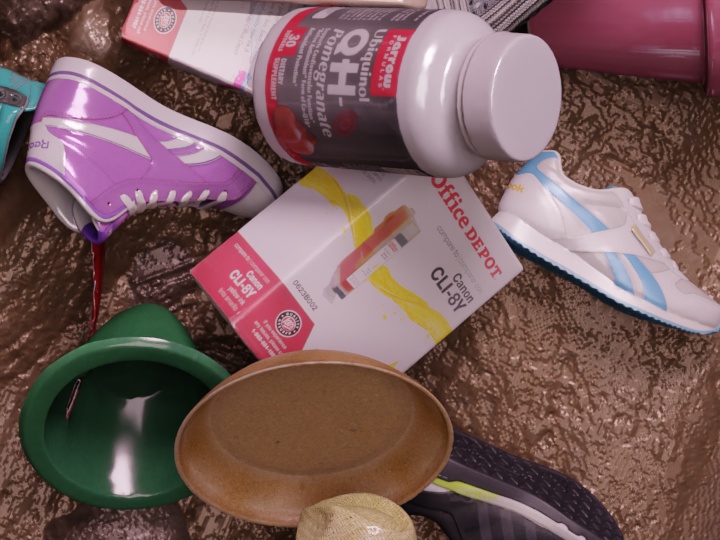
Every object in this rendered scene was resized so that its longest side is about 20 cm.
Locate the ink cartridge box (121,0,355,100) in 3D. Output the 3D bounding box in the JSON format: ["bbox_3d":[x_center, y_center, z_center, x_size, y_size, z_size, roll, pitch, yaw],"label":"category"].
[{"bbox_3d":[-0.065,-0.184,1.372,0.198,0.067,0.118,23,89,-6],"label":"ink cartridge box"}]

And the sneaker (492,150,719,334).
[{"bbox_3d":[0.199,-0.016,1.410,0.199,0.076,0.081,30,86,-10],"label":"sneaker"}]

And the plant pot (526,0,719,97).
[{"bbox_3d":[0.208,-0.224,1.354,0.177,0.200,0.203,-5,93,8],"label":"plant pot"}]

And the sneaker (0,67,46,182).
[{"bbox_3d":[-0.280,-0.147,1.336,0.119,0.084,0.203,3,100,-2],"label":"sneaker"}]

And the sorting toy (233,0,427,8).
[{"bbox_3d":[-0.047,-0.276,1.322,0.197,0.037,0.187,4,66,-5],"label":"sorting toy"}]

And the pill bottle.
[{"bbox_3d":[0.032,-0.120,1.245,0.110,0.198,0.112,-10,104,-49],"label":"pill bottle"}]

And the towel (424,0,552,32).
[{"bbox_3d":[0.099,-0.257,1.306,0.034,0.192,0.202,22,46,-36],"label":"towel"}]

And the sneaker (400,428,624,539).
[{"bbox_3d":[0.109,0.190,1.422,0.199,0.072,0.083,28,113,-7],"label":"sneaker"}]

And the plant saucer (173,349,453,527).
[{"bbox_3d":[-0.034,0.114,1.315,0.198,0.201,0.036,1,49,-7],"label":"plant saucer"}]

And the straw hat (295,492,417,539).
[{"bbox_3d":[-0.003,0.206,1.328,0.198,0.201,0.086,-2,98,-7],"label":"straw hat"}]

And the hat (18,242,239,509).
[{"bbox_3d":[-0.168,0.050,1.393,0.164,0.177,0.201,15,127,-20],"label":"hat"}]

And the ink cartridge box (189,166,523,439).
[{"bbox_3d":[0.000,0.000,1.351,0.200,0.083,0.146,-40,129,-5],"label":"ink cartridge box"}]

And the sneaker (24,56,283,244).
[{"bbox_3d":[-0.153,-0.057,1.333,0.199,0.072,0.115,25,64,-25],"label":"sneaker"}]
